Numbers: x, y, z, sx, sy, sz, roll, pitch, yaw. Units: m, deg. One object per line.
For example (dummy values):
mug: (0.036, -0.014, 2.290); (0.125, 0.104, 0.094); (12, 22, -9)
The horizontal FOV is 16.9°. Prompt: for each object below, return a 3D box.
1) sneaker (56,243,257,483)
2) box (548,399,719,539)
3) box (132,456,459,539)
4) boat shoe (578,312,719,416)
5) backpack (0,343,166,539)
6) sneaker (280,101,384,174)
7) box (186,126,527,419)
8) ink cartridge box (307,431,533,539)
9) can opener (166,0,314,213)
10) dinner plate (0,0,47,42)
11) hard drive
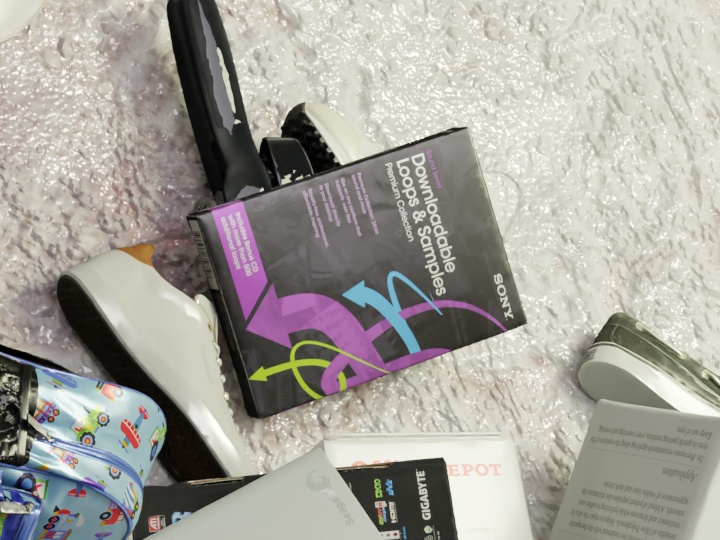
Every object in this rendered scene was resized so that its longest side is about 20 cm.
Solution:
sneaker: (-0.107, 0.066, 1.564); (0.085, 0.073, 0.200); (-29, 82, -33)
box: (0.249, 0.200, 1.593); (0.200, 0.199, 0.172); (23, 83, -18)
box: (-0.033, 0.214, 1.449); (0.198, 0.050, 0.200); (-7, 55, -3)
boat shoe: (0.252, 0.103, 1.749); (0.200, 0.071, 0.064); (37, 56, -6)
backpack: (-0.218, 0.126, 1.410); (0.200, 0.183, 0.135); (16, 52, -27)
sneaker: (0.025, -0.043, 1.697); (0.200, 0.070, 0.093); (52, 51, -4)
box: (0.000, 0.000, 1.617); (0.200, 0.036, 0.143); (-20, 97, -16)
ink cartridge box: (0.038, 0.212, 1.569); (0.145, 0.083, 0.200); (2, 67, -27)
can opener: (-0.093, -0.100, 1.657); (0.079, 0.063, 0.200); (-15, 78, -35)
dinner plate: (-0.295, -0.239, 1.640); (0.200, 0.024, 0.201); (12, 62, -25)
hard drive: (-0.077, 0.200, 1.416); (0.200, 0.026, 0.132); (-27, 59, -16)
